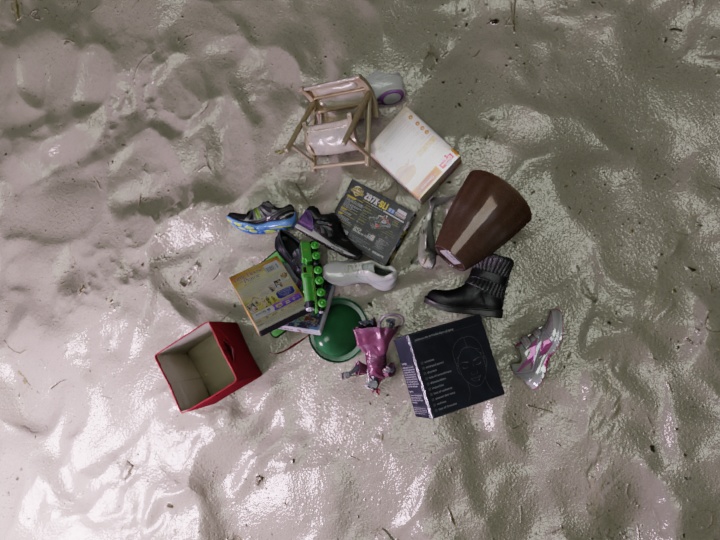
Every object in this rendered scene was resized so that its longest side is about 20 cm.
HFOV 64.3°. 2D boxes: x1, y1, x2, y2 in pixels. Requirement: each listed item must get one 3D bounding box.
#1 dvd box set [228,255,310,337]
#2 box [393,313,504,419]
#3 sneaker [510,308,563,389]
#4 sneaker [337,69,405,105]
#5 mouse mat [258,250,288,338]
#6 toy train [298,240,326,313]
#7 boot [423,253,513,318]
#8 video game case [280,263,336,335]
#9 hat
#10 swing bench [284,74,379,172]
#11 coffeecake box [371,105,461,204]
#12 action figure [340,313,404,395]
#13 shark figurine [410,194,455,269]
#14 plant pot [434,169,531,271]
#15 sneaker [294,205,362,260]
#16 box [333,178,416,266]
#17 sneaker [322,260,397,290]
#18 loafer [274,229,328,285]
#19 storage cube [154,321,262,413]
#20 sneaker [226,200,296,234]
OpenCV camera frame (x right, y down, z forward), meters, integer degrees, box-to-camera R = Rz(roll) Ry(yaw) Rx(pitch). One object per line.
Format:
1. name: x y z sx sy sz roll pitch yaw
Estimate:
1. dvd box set: -0.236 0.062 1.473 0.145 0.030 0.200 -26 54 -18
2. box: 0.210 0.229 1.376 0.198 0.124 0.199 -14 83 -16
3. sneaker: 0.427 0.181 1.390 0.088 0.081 0.201 24 90 11
4. sneaker: 0.023 -0.486 1.554 0.198 0.075 0.101 -7 64 12
5. mouse mat: -0.229 0.063 1.579 0.160 0.008 0.201 -37 79 6
6. toy train: -0.123 0.015 1.447 0.056 0.042 0.202 -4 66 -11
7. boot: 0.270 0.028 1.436 0.209 0.079 0.160 7 93 2
8. video game case: -0.164 0.070 1.498 0.180 0.023 0.201 8 51 10
9. hat: -0.086 0.162 1.450 0.165 0.176 0.201 30 92 15
10. swing bench: -0.068 -0.381 1.492 0.197 0.129 0.202 2 73 35
11. coffeecake box: 0.141 -0.300 1.499 0.154 0.073 0.200 -46 78 5
12. action figure: 0.034 0.220 1.474 0.133 0.149 0.202 5 105 21
13. shark figurine: 0.192 -0.085 1.481 0.089 0.128 0.216 14 69 -12
14. plant pot: 0.274 -0.104 1.374 0.187 0.187 0.200 39 81 13
15. sneaker: -0.071 -0.102 1.481 0.199 0.076 0.088 30 88 14
16. box: 0.025 -0.126 1.520 0.199 0.049 0.161 29 89 14
17. sneaker: 0.000 0.000 1.472 0.198 0.080 0.071 5 64 -6
18. loafer: -0.159 -0.033 1.517 0.068 0.071 0.200 -32 61 -29
19. storage cube: -0.393 0.250 1.509 0.199 0.180 0.172 -31 79 7
20. sneaker: -0.271 -0.149 1.583 0.197 0.071 0.084 -2 70 11
